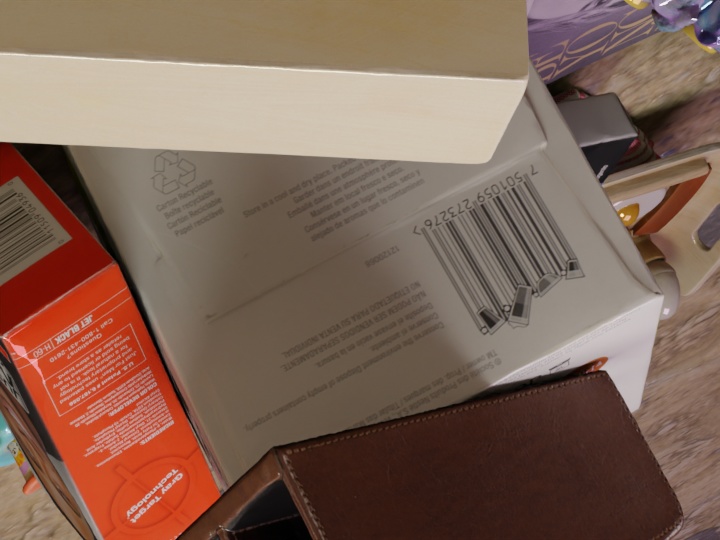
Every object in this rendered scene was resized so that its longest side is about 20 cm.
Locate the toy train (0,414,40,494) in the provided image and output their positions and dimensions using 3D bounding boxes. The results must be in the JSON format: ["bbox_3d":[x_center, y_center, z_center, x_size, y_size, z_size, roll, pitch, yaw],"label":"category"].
[{"bbox_3d":[-0.125,0.060,1.500,0.200,0.056,0.150,-38,162,25],"label":"toy train"}]

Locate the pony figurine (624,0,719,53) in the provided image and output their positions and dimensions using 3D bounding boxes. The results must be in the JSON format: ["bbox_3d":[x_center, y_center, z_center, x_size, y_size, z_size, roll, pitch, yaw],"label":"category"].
[{"bbox_3d":[0.189,-0.183,1.168,0.200,0.167,0.193,-47,-171,18],"label":"pony figurine"}]

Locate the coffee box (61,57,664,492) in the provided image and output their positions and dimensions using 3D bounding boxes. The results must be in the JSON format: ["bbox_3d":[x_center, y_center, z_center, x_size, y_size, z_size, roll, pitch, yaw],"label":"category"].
[{"bbox_3d":[0.000,0.000,1.268,0.200,0.200,0.198,-27,164,-6],"label":"coffee box"}]

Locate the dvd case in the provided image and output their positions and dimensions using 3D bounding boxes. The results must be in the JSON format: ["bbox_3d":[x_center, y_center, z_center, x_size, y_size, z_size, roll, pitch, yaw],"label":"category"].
[{"bbox_3d":[0.141,-0.146,1.412,0.200,0.016,0.149,-25,164,-17],"label":"dvd case"}]

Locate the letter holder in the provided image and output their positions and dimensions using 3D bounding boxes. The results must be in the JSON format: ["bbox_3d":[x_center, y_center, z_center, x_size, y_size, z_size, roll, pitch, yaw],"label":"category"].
[{"bbox_3d":[0.041,0.138,1.139,0.200,0.142,0.101,-10,154,-45],"label":"letter holder"}]

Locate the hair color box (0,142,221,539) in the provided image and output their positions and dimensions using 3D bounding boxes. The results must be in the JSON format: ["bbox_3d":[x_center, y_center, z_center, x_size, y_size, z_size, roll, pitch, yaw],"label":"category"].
[{"bbox_3d":[-0.126,0.048,1.232,0.061,0.102,0.200,-34,139,-13],"label":"hair color box"}]

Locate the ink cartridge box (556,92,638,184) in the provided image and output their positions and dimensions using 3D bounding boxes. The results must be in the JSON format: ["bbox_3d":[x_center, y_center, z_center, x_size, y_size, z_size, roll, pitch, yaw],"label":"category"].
[{"bbox_3d":[0.044,-0.041,1.486,0.200,0.037,0.095,-11,153,-30],"label":"ink cartridge box"}]

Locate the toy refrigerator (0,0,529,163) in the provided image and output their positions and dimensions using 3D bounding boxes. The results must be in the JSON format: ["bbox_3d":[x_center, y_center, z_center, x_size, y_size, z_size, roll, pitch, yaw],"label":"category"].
[{"bbox_3d":[-0.045,-0.089,1.020,0.200,0.070,0.076,3,158,-8],"label":"toy refrigerator"}]

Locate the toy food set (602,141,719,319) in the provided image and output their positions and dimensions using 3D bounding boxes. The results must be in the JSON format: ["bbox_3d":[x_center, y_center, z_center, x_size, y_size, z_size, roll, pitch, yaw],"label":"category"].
[{"bbox_3d":[0.141,0.001,1.666,0.200,0.060,0.144,-18,159,-28],"label":"toy food set"}]

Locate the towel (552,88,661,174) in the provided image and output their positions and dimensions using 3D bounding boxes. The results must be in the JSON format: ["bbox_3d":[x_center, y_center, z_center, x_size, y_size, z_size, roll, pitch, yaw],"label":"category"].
[{"bbox_3d":[0.093,-0.043,1.621,0.146,0.030,0.200,-34,164,13],"label":"towel"}]
